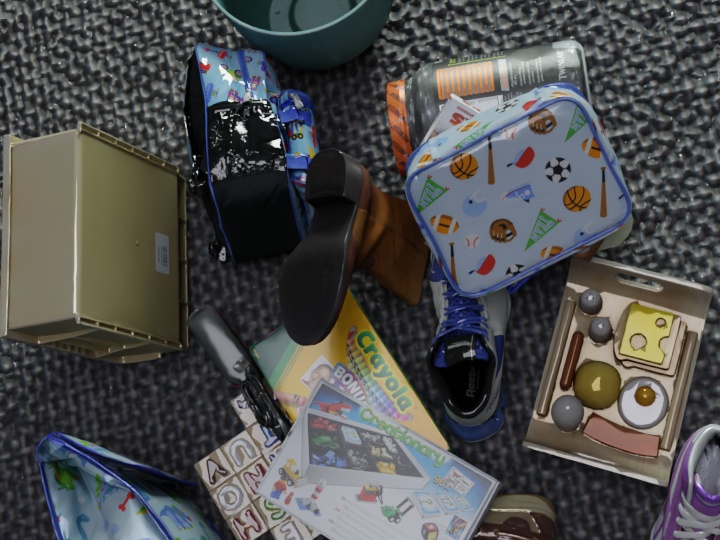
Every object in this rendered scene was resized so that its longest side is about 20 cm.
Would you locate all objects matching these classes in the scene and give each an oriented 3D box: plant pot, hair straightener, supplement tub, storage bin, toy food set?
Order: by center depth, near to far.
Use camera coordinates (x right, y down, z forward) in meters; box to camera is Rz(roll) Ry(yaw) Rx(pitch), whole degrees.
[{"bbox_3d":[0.249,0.094,1.347,0.142,0.060,0.201,14,77,13],"label":"toy food set"},{"bbox_3d":[-0.116,0.116,1.394,0.041,0.077,0.201,-32,69,0],"label":"hair straightener"},{"bbox_3d":[0.131,-0.156,1.400,0.198,0.123,0.123,-8,75,9],"label":"supplement tub"},{"bbox_3d":[-0.259,-0.022,1.403,0.093,0.198,0.202,-10,74,25],"label":"storage bin"},{"bbox_3d":[-0.051,-0.301,1.446,0.199,0.161,0.202,-3,74,9],"label":"plant pot"}]

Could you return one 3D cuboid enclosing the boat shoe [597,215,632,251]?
[{"bbox_3d":[0.170,-0.057,1.397,0.198,0.063,0.072,2,95,-2],"label":"boat shoe"}]

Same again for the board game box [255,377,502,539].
[{"bbox_3d":[0.017,0.204,1.308,0.199,0.035,0.127,29,85,17],"label":"board game box"}]

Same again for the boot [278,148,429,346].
[{"bbox_3d":[0.000,0.000,1.352,0.068,0.200,0.190,-6,71,26],"label":"boot"}]

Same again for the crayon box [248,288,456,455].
[{"bbox_3d":[-0.007,0.130,1.381,0.118,0.058,0.201,-34,73,1],"label":"crayon box"}]

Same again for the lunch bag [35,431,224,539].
[{"bbox_3d":[-0.218,0.246,1.340,0.127,0.170,0.200,-40,71,-1],"label":"lunch bag"}]

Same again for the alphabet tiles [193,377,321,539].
[{"bbox_3d":[-0.063,0.183,1.413,0.199,0.008,0.168,-34,73,0],"label":"alphabet tiles"}]

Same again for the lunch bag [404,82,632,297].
[{"bbox_3d":[0.143,-0.069,1.299,0.199,0.076,0.161,-26,110,12],"label":"lunch bag"}]

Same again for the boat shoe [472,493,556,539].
[{"bbox_3d":[0.088,0.260,1.324,0.198,0.072,0.072,-3,45,3],"label":"boat shoe"}]

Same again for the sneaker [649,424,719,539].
[{"bbox_3d":[0.303,0.238,1.279,0.072,0.114,0.202,9,79,11],"label":"sneaker"}]

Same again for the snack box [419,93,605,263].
[{"bbox_3d":[0.154,-0.088,1.344,0.199,0.024,0.072,30,106,-6],"label":"snack box"}]

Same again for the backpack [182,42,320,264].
[{"bbox_3d":[-0.109,-0.132,1.416,0.133,0.183,0.201,-10,63,-1],"label":"backpack"}]

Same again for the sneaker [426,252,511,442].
[{"bbox_3d":[0.107,0.060,1.356,0.080,0.115,0.201,-4,76,8],"label":"sneaker"}]
